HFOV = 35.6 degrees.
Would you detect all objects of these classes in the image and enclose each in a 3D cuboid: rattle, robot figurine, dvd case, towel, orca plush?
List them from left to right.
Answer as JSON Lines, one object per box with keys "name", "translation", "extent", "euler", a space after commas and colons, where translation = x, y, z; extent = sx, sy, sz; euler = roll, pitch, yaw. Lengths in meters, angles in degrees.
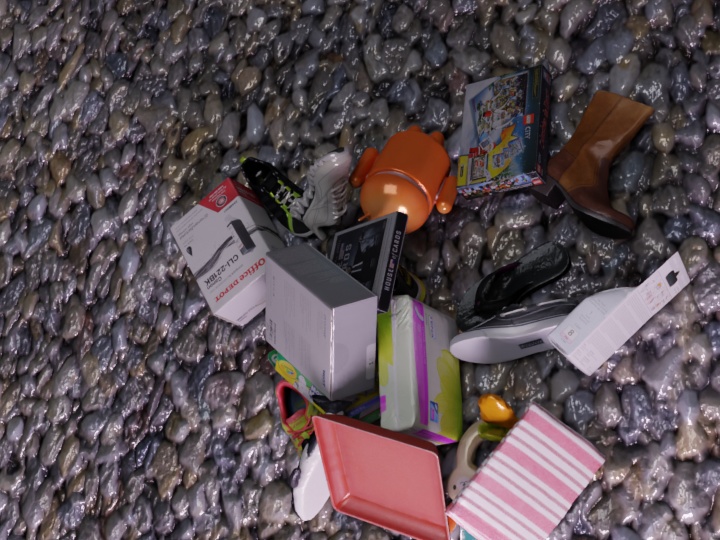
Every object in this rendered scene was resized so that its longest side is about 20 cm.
{"name": "orca plush", "translation": [-0.075, 0.266, 1.653], "extent": [0.071, 0.105, 0.200], "euler": [33, 129, 45]}
{"name": "dvd case", "translation": [0.000, 0.000, 1.679], "extent": [0.200, 0.025, 0.151], "euler": [-16, 59, 60]}
{"name": "robot figurine", "translation": [0.069, -0.139, 1.757], "extent": [0.117, 0.144, 0.200], "euler": [-31, 25, 50]}
{"name": "rattle", "translation": [0.162, 0.285, 1.573], "extent": [0.200, 0.143, 0.130], "euler": [-45, 74, -1]}
{"name": "towel", "translation": [0.227, 0.294, 1.545], "extent": [0.200, 0.146, 0.030], "euler": [-52, 18, 0]}

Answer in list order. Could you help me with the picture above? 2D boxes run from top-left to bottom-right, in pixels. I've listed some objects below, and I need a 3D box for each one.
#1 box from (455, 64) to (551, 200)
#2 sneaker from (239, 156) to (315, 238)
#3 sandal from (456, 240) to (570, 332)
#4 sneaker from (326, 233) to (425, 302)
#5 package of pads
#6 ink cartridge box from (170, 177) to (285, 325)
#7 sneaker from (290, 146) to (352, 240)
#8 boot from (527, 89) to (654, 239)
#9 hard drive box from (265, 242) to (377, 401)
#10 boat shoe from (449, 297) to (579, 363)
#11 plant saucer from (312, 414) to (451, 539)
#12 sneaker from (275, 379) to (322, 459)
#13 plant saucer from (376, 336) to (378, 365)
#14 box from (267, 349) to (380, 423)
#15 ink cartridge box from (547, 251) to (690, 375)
{"name": "box", "translation": [0.224, -0.215, 1.745], "extent": [0.136, 0.038, 0.200], "euler": [-10, 59, 32]}
{"name": "sneaker", "translation": [-0.141, -0.126, 1.894], "extent": [0.200, 0.083, 0.072], "euler": [40, 92, 31]}
{"name": "sandal", "translation": [0.221, 0.019, 1.686], "extent": [0.200, 0.048, 0.075], "euler": [-38, 60, 9]}
{"name": "sneaker", "translation": [0.017, -0.012, 1.776], "extent": [0.200, 0.085, 0.075], "euler": [32, 87, 31]}
{"name": "package of pads", "translation": [0.089, 0.149, 1.644], "extent": [0.068, 0.154, 0.201], "euler": [-13, 67, 30]}
{"name": "ink cartridge box", "translation": [-0.212, -0.031, 1.891], "extent": [0.144, 0.084, 0.200], "euler": [-39, 61, 14]}
{"name": "sneaker", "translation": [-0.046, -0.121, 1.763], "extent": [0.075, 0.200, 0.081], "euler": [-27, 72, -29]}
{"name": "boot", "translation": [0.377, -0.159, 1.675], "extent": [0.200, 0.068, 0.188], "euler": [-52, 46, -5]}
{"name": "hard drive box", "translation": [-0.062, 0.072, 1.645], "extent": [0.200, 0.077, 0.156], "euler": [38, 134, 48]}
{"name": "boat shoe", "translation": [0.228, 0.083, 1.648], "extent": [0.200, 0.072, 0.068], "euler": [-15, 48, 20]}
{"name": "plant saucer", "translation": [0.038, 0.290, 1.586], "extent": [0.200, 0.200, 0.037], "euler": [13, 42, 29]}
{"name": "sneaker", "translation": [-0.082, 0.252, 1.728], "extent": [0.078, 0.090, 0.200], "euler": [-35, 62, 9]}
{"name": "plant saucer", "translation": [0.001, 0.090, 1.787], "extent": [0.200, 0.019, 0.070], "euler": [36, 90, 32]}
{"name": "box", "translation": [-0.041, 0.158, 1.730], "extent": [0.200, 0.117, 0.048], "euler": [37, 134, 32]}
{"name": "ink cartridge box", "translation": [0.357, 0.052, 1.543], "extent": [0.200, 0.163, 0.057], "euler": [-48, 64, 3]}
